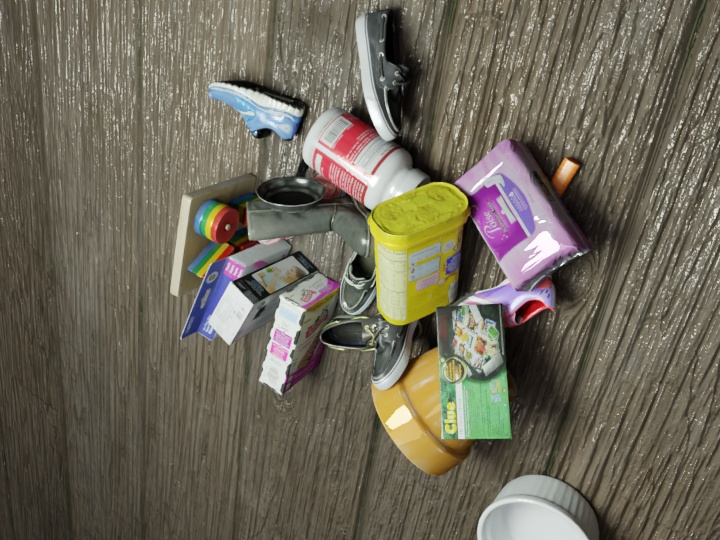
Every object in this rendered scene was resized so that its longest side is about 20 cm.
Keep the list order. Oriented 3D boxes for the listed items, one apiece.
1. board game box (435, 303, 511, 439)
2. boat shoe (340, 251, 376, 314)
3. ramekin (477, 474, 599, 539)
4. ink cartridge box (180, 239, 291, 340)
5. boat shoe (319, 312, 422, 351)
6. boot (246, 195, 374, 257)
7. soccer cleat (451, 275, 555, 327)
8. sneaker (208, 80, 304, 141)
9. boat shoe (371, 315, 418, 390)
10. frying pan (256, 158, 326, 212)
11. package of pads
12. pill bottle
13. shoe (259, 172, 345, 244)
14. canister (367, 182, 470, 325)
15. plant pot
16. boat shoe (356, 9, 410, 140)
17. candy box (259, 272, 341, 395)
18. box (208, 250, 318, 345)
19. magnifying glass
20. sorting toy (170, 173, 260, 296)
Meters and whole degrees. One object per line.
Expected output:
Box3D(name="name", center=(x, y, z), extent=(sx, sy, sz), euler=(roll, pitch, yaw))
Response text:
Box3D(name="board game box", center=(0.170, 0.153, 0.935), extent=(0.104, 0.023, 0.201), euler=(-3, 78, 10))
Box3D(name="boat shoe", center=(0.000, 0.000, 1.105), extent=(0.072, 0.071, 0.201), euler=(30, 120, 18))
Box3D(name="ramekin", center=(0.312, 0.455, 1.064), extent=(0.199, 0.098, 0.202), euler=(11, 113, 27))
Box3D(name="ink cartridge box", center=(-0.236, 0.042, 1.184), extent=(0.043, 0.200, 0.197), euler=(38, 123, 13))
Box3D(name="boat shoe", center=(0.016, 0.117, 1.143), extent=(0.200, 0.061, 0.072), euler=(-6, 104, 32))
Box3D(name="boot", center=(-0.085, -0.073, 1.015), extent=(0.199, 0.182, 0.073), euler=(-1, 117, -16))
Box3D(name="soccer cleat", center=(0.219, 0.064, 0.987), extent=(0.199, 0.068, 0.074), euler=(-30, 48, 32))
Box3D(name="sneaker", center=(-0.198, -0.288, 1.119), extent=(0.199, 0.078, 0.090), euler=(26, 116, 21))
Box3D(name="boat shoe", center=(0.052, 0.101, 1.033), extent=(0.066, 0.201, 0.070), euler=(41, 144, -23))
Box3D(name="frying pan", center=(-0.123, -0.145, 1.046), extent=(0.114, 0.190, 0.031), euler=(-6, 122, -14))
Box3D(name="package of pads", center=(0.234, -0.079, 0.906), extent=(0.120, 0.075, 0.201), euler=(-41, 66, 34))
Box3D(name="pill bottle", center=(0.012, -0.172, 1.013), extent=(0.200, 0.112, 0.113), euler=(37, 122, 15))
Box3D(name="shoe", center=(-0.108, -0.115, 1.117), extent=(0.200, 0.091, 0.072), euler=(-37, 86, 35))
Box3D(name="canister", center=(0.090, -0.021, 0.965), extent=(0.087, 0.148, 0.201), euler=(51, 156, 40))
Box3D(name="plant pot", center=(0.151, 0.205, 1.028), extent=(0.183, 0.200, 0.200), euler=(-40, 84, 19))
Box3D(name="boat shoe", center=(0.044, -0.307, 0.955), extent=(0.066, 0.070, 0.201), euler=(-12, 82, 27))
Box3D(name="candy box", center=(-0.114, 0.120, 1.177), extent=(0.061, 0.136, 0.201), euler=(26, 119, 19))
Box3D(name="box", center=(-0.178, 0.047, 1.151), extent=(0.060, 0.200, 0.117), euler=(44, 125, 12))
Box3D(name="magnifying glass", center=(0.272, -0.081, 0.945), extent=(0.079, 0.022, 0.201), euler=(35, 121, 17))
Box3D(name="sorting toy", center=(-0.255, -0.060, 1.161), extent=(0.069, 0.199, 0.201), euler=(25, 118, 16))
